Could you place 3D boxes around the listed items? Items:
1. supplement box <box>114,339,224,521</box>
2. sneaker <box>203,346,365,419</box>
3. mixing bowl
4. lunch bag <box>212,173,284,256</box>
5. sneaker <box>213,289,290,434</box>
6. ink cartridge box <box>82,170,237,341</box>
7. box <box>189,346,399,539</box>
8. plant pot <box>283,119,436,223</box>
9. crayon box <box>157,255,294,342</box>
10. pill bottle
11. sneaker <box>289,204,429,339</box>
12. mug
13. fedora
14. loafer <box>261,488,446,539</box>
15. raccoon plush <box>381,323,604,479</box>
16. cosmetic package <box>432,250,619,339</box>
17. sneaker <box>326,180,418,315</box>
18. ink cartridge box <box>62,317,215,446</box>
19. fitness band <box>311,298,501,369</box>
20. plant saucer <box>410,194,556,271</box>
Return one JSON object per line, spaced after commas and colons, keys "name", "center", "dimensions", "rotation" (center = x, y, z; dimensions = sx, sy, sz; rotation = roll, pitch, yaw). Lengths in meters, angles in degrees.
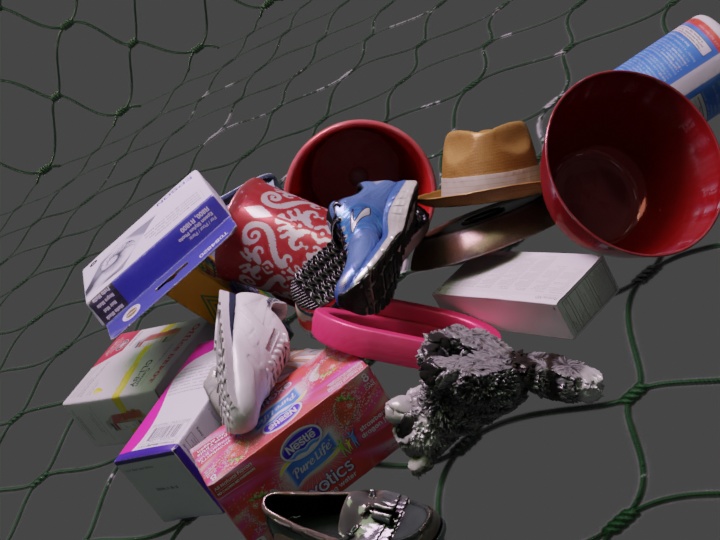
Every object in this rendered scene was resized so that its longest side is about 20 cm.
{"name": "supplement box", "center": [-0.170, 0.174, 1.401], "dimensions": [0.100, 0.104, 0.201], "rotation": [-15, 30, 38]}
{"name": "sneaker", "center": [-0.082, 0.106, 1.359], "dimensions": [0.199, 0.076, 0.092], "rotation": [-21, 56, -35]}
{"name": "mixing bowl", "center": [0.264, -0.094, 1.283], "dimensions": [0.200, 0.200, 0.108], "rotation": [-43, -2, -22]}
{"name": "lunch bag", "center": [-0.174, -0.053, 1.823], "dimensions": [0.168, 0.128, 0.200], "rotation": [-29, 17, 4]}
{"name": "sneaker", "center": [-0.110, 0.089, 1.277], "dimensions": [0.079, 0.077, 0.201], "rotation": [6, 37, -11]}
{"name": "ink cartridge box", "center": [-0.245, -0.025, 1.471], "dimensions": [0.199, 0.041, 0.200], "rotation": [-42, 23, -2]}
{"name": "box", "center": [-0.061, 0.176, 1.255], "dimensions": [0.199, 0.100, 0.095], "rotation": [-36, 23, -7]}
{"name": "plant pot", "center": [-0.003, -0.115, 1.661], "dimensions": [0.199, 0.202, 0.177], "rotation": [-31, 13, 5]}
{"name": "crayon box", "center": [-0.185, 0.027, 1.574], "dimensions": [0.052, 0.199, 0.126], "rotation": [-53, 22, 7]}
{"name": "pill bottle", "center": [0.343, -0.199, 1.443], "dimensions": [0.199, 0.113, 0.112], "rotation": [-32, 23, 0]}
{"name": "sneaker", "center": [0.000, 0.000, 1.397], "dimensions": [0.070, 0.094, 0.199], "rotation": [36, 61, 25]}
{"name": "mug", "center": [-0.054, -0.017, 1.525], "dimensions": [0.198, 0.177, 0.135], "rotation": [19, 86, 18]}
{"name": "fedora", "center": [0.146, -0.123, 1.400], "dimensions": [0.198, 0.083, 0.201], "rotation": [-9, 7, 1]}
{"name": "loafer", "center": [-0.015, 0.232, 1.131], "dimensions": [0.198, 0.063, 0.072], "rotation": [-12, 31, 41]}
{"name": "raccoon plush", "center": [0.118, 0.141, 1.159], "dimensions": [0.198, 0.136, 0.097], "rotation": [17, 29, 21]}
{"name": "cosmetic package", "center": [0.171, 0.024, 1.309], "dimensions": [0.082, 0.051, 0.199], "rotation": [-40, 23, -26]}
{"name": "sneaker", "center": [0.002, -0.027, 1.308], "dimensions": [0.088, 0.079, 0.201], "rotation": [8, 38, 11]}
{"name": "ink cartridge box", "center": [-0.268, 0.145, 1.606], "dimensions": [0.198, 0.084, 0.146], "rotation": [-12, 31, 41]}
{"name": "fitness band", "center": [0.047, 0.067, 1.282], "dimensions": [0.197, 0.038, 0.144], "rotation": [10, 14, 5]}
{"name": "plant saucer", "center": [0.145, -0.050, 1.424], "dimensions": [0.198, 0.035, 0.200], "rotation": [-21, 7, 3]}
